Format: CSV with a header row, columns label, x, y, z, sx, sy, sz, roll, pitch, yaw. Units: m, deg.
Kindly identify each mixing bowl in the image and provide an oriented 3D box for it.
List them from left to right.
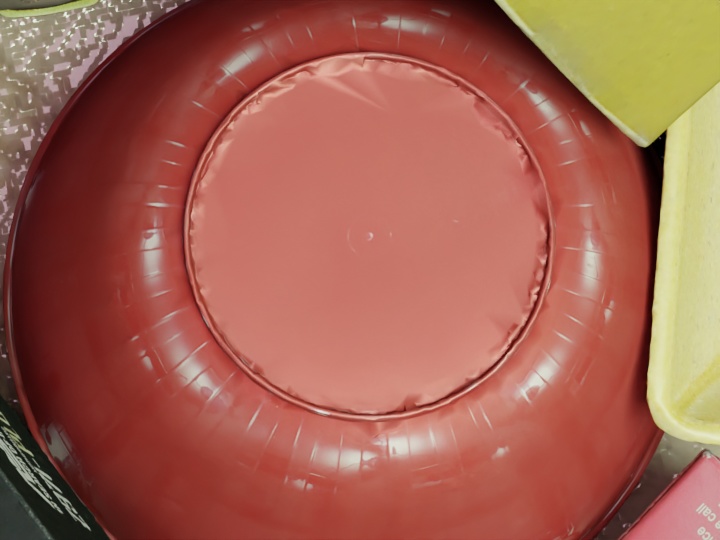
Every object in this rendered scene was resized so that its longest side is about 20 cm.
label,x,y,z,sx,sy,sz,roll,pitch,yaw
mixing bowl,0.000,0.000,0.758,0.200,0.108,0.201,0,82,-3

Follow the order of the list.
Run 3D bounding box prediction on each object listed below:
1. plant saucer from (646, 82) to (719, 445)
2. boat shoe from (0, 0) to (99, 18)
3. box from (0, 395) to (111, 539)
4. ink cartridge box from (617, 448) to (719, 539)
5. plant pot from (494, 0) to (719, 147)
label,x,y,z,sx,sy,sz,roll,pitch,yaw
plant saucer,0.181,-0.042,0.776,0.199,0.048,0.200,6,82,-3
boat shoe,-0.100,-0.106,0.803,0.200,0.060,0.072,-6,93,4
box,-0.154,0.098,0.743,0.164,0.086,0.200,-40,69,1
ink cartridge box,0.085,0.174,0.768,0.200,0.083,0.147,-47,55,6
plant pot,0.074,-0.187,0.679,0.200,0.195,0.194,-34,60,10
